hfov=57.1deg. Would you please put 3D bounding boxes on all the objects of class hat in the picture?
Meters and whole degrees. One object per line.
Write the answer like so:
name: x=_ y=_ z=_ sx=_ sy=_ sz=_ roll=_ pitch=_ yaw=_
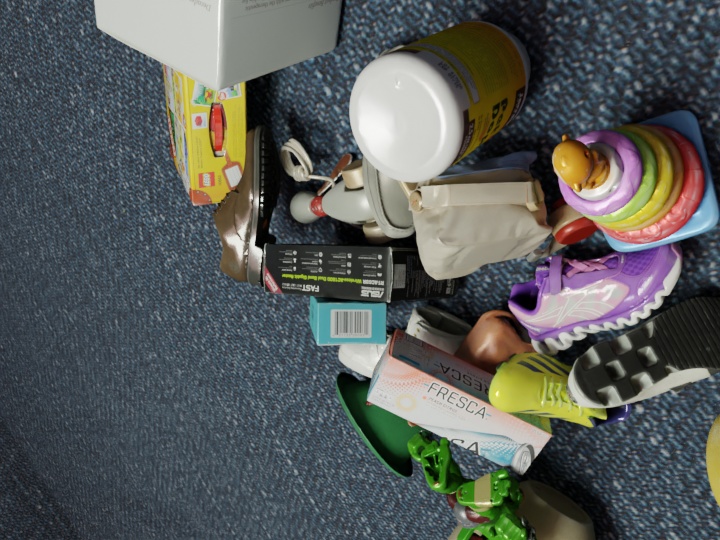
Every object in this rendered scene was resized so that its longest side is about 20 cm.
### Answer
hat: x=0.091 y=0.178 z=0.933 sx=0.176 sy=0.166 sz=0.201 roll=-38 pitch=91 yaw=11

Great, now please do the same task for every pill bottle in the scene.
pill bottle: x=0.084 y=-0.164 z=0.611 sx=0.108 sy=0.200 sz=0.110 roll=20 pitch=128 yaw=28

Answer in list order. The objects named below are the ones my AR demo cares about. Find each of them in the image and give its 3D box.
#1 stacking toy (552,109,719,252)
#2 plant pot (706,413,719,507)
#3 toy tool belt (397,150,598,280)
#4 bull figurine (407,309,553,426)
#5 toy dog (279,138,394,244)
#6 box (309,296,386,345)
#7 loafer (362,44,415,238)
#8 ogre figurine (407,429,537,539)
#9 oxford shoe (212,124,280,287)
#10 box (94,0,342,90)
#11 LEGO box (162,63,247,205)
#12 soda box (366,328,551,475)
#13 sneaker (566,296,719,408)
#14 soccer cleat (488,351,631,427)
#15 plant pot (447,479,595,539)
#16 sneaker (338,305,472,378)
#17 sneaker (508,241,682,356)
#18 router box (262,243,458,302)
stacking toy: x=0.211 y=-0.079 z=0.555 sx=0.109 sy=0.199 sz=0.118 roll=-17 pitch=80 yaw=42
plant pot: x=0.423 y=0.171 z=0.570 sx=0.201 sy=0.200 sz=0.189 roll=52 pitch=152 yaw=-1
toy tool belt: x=0.136 y=-0.077 z=0.669 sx=0.125 sy=0.198 sz=0.124 roll=117 pitch=138 yaw=-61
bull figurine: x=0.140 y=0.137 z=0.809 sx=0.120 sy=0.065 sz=0.201 roll=26 pitch=118 yaw=-14
toy dog: x=-0.005 y=-0.098 z=0.824 sx=0.199 sy=0.096 sz=0.133 roll=29 pitch=136 yaw=42
box: x=-0.020 y=0.056 z=0.837 sx=0.081 sy=0.200 sz=0.050 roll=1 pitch=92 yaw=-7
loafer: x=0.038 y=-0.137 z=0.705 sx=0.070 sy=0.069 sz=0.203 roll=160 pitch=106 yaw=-75
ogre figurine: x=0.139 y=0.273 z=0.783 sx=0.199 sy=0.099 sz=0.120 roll=3 pitch=141 yaw=46
oxford shoe: x=-0.148 y=-0.083 z=0.832 sx=0.083 sy=0.073 sz=0.203 roll=12 pitch=103 yaw=11
box: x=-0.145 y=-0.324 z=0.697 sx=0.199 sy=0.199 sz=0.173 roll=30 pitch=132 yaw=23
LEGO box: x=-0.202 y=-0.212 z=0.857 sx=0.149 sy=0.076 sz=0.202 roll=-126 pitch=33 yaw=-46
soda box: x=0.110 y=0.147 z=0.744 sx=0.198 sy=0.064 sz=0.069 roll=26 pitch=116 yaw=-2
sneaker: x=0.295 y=0.085 z=0.656 sx=0.089 sy=0.198 sz=0.075 roll=76 pitch=178 yaw=-68
soccer cleat: x=0.218 y=0.132 z=0.708 sx=0.083 sy=0.199 sz=0.065 roll=27 pitch=102 yaw=51
plant pot: x=0.225 y=0.356 z=0.857 sx=0.199 sy=0.200 sz=0.136 roll=29 pitch=97 yaw=21
sneaker: x=0.061 y=0.091 z=0.889 sx=0.198 sy=0.074 sz=0.117 roll=11 pitch=122 yaw=22
sneaker: x=0.229 y=0.016 z=0.683 sx=0.088 sy=0.081 sz=0.200 roll=40 pitch=137 yaw=-11
router box: x=0.000 y=0.000 z=0.814 sx=0.198 sy=0.149 sz=0.063 roll=3 pitch=94 yaw=38
